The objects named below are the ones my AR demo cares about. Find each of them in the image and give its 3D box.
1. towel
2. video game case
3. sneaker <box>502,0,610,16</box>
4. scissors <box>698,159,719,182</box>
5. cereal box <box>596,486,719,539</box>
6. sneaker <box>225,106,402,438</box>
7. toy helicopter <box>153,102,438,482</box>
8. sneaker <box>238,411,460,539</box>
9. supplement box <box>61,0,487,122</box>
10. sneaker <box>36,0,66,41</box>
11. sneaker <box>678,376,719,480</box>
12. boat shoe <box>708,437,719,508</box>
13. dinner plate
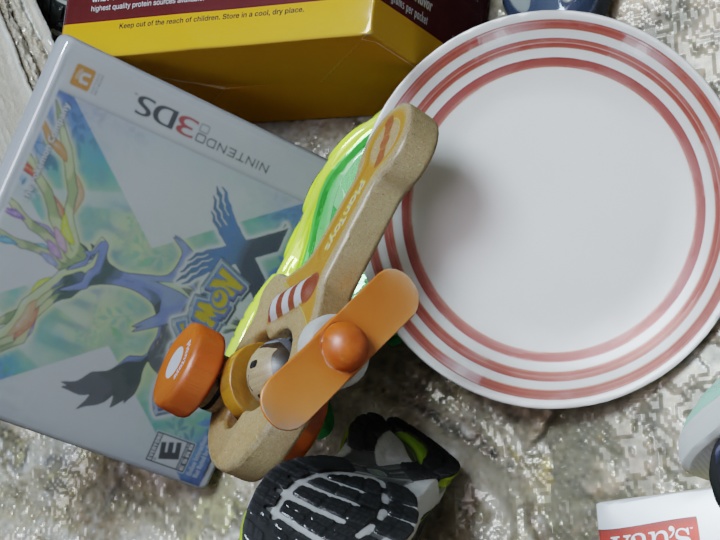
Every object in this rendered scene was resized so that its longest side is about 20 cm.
[{"bbox_3d":[-0.228,-0.122,1.059,0.133,0.034,0.200,-53,55,49],"label":"towel"},{"bbox_3d":[-0.122,0.001,0.924,0.022,0.182,0.201,26,92,60],"label":"video game case"},{"bbox_3d":[0.090,-0.216,0.906,0.070,0.082,0.201,-10,74,27],"label":"sneaker"},{"bbox_3d":[0.256,-0.093,0.823,0.200,0.014,0.073,-45,63,11],"label":"scissors"},{"bbox_3d":[0.188,0.197,0.778,0.143,0.039,0.201,-12,72,26],"label":"cereal box"},{"bbox_3d":[0.000,0.000,0.921,0.083,0.074,0.200,28,95,14],"label":"sneaker"},{"bbox_3d":[-0.016,0.010,0.822,0.200,0.079,0.132,-62,19,-2],"label":"toy helicopter"},{"bbox_3d":[-0.008,0.133,0.824,0.074,0.200,0.081,26,106,17],"label":"sneaker"},{"bbox_3d":[-0.039,-0.198,0.944,0.197,0.133,0.201,-1,78,29],"label":"supplement box"},{"bbox_3d":[-0.157,-0.232,1.066,0.079,0.074,0.201,34,106,67],"label":"sneaker"},{"bbox_3d":[0.215,0.006,0.801,0.200,0.074,0.118,-48,38,26],"label":"sneaker"},{"bbox_3d":[0.249,0.073,0.712,0.199,0.093,0.075,-12,74,5],"label":"boat shoe"},{"bbox_3d":[0.097,-0.031,0.865,0.199,0.024,0.201,0,92,11],"label":"dinner plate"}]
